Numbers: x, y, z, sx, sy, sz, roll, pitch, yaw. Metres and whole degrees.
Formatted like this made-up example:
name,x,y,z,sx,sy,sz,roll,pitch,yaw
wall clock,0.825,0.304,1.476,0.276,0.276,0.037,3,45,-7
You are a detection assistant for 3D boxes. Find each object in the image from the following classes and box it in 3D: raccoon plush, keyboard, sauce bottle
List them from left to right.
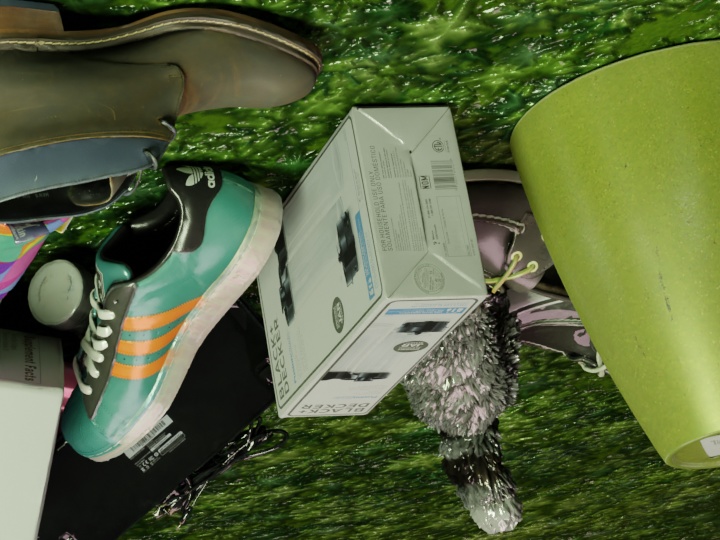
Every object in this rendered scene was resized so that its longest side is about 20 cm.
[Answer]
name,x,y,z,sx,sy,sz,roll,pitch,yaw
sauce bottle,-0.135,0.035,1.333,0.064,0.065,0.200,-19,157,23
keyboard,-0.126,0.105,1.323,0.200,0.040,0.104,-40,114,0
raccoon plush,0.071,0.073,1.364,0.096,0.201,0.134,-29,180,5

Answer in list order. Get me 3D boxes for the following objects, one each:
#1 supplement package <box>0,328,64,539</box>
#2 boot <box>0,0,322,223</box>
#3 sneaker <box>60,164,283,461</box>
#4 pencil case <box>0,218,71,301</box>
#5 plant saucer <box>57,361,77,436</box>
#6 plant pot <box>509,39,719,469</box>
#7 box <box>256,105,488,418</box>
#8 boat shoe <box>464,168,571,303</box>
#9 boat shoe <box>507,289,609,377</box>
name,x,y,z,sx,sy,sz,roll,pitch,yaw
supplement package,-0.274,0.090,1.206,0.198,0.118,0.117,11,-169,-12
boot,-0.105,-0.068,1.006,0.198,0.098,0.075,0,159,-26
sneaker,-0.129,0.020,1.221,0.080,0.072,0.201,23,113,-31
pencil case,-0.199,-0.024,1.103,0.088,0.089,0.200,0,160,-28
plant saucer,-0.205,0.093,1.382,0.199,0.051,0.201,9,170,2
plant pot,0.193,0.002,1.200,0.185,0.202,0.187,-9,161,-3
box,0.000,0.000,1.223,0.060,0.118,0.200,-3,160,-21
boat shoe,0.101,-0.016,1.311,0.200,0.061,0.071,9,154,-43
boat shoe,0.178,0.039,1.500,0.198,0.064,0.071,-4,160,-19
